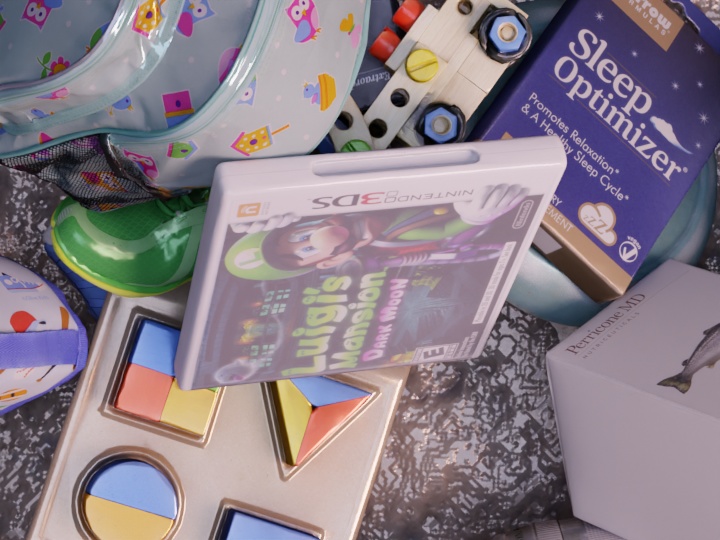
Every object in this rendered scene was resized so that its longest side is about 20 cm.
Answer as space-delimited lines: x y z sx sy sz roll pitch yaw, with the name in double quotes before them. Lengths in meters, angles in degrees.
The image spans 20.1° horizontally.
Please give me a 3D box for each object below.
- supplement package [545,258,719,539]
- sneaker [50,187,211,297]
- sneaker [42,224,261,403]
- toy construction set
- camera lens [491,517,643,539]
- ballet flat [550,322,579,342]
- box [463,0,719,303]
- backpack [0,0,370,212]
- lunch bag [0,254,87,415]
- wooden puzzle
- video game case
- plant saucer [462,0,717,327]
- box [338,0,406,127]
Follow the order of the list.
"supplement package" 0.216 0.091 1.103 0.117 0.200 0.118 -35 127 -32
"sneaker" -0.077 -0.033 1.149 0.199 0.084 0.074 -1 55 -22
"sneaker" -0.124 0.050 1.226 0.077 0.076 0.200 -44 90 -1
"toy construction set" 0.016 -0.128 1.109 0.131 0.092 0.200 36 103 -1
"camera lens" 0.165 0.218 1.185 0.199 0.160 0.161 -10 92 2
"ballet flat" 0.119 -0.020 1.223 0.072 0.072 0.200 -35 91 3
"box" 0.149 -0.095 1.173 0.121 0.032 0.200 41 63 -11
"backpack" -0.099 -0.129 1.033 0.199 0.153 0.177 0 70 33
"lunch bag" -0.279 0.033 1.148 0.199 0.170 0.124 11 96 31
"wooden puzzle" -0.081 0.112 1.175 0.185 0.046 0.201 19 89 -10
"video game case" 0.000 0.000 1.087 0.181 0.200 0.023 -5 59 -16
"plant saucer" 0.130 -0.067 1.191 0.199 0.027 0.201 6 75 -22
"box" -0.057 -0.174 1.200 0.147 0.104 0.201 -14 93 1
